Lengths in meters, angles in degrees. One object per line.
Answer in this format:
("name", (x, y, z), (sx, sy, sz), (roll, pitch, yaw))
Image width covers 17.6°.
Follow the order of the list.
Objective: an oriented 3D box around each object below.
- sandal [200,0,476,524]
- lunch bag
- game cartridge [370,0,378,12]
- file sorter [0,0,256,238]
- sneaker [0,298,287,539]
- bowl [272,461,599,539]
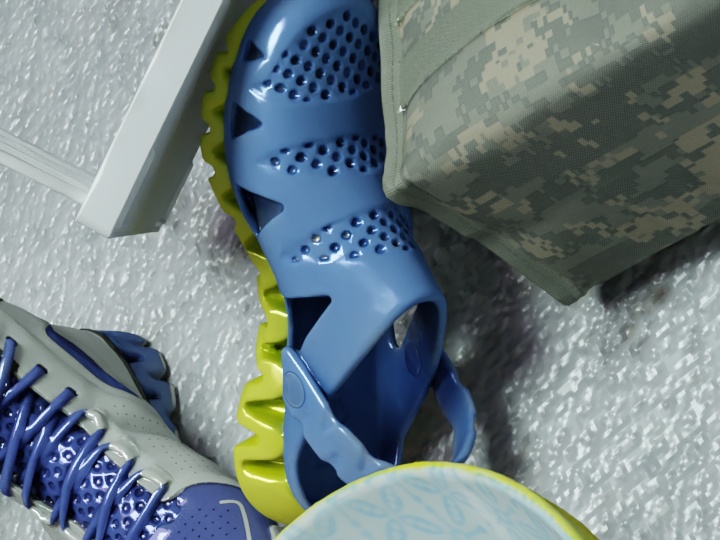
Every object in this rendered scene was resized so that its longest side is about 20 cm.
("sandal", (0.000, 0.000, 0.793), (0.087, 0.079, 0.201), (18, 121, 52))
("lunch bag", (0.093, -0.120, 0.772), (0.164, 0.117, 0.201), (-29, 46, 35))
("game cartridge", (0.005, -0.116, 0.924), (0.133, 0.041, 0.201), (-16, 60, 47))
("file sorter", (-0.104, -0.102, 0.839), (0.139, 0.124, 0.200), (-63, 1, 1))
("sneaker", (-0.113, 0.075, 0.892), (0.081, 0.115, 0.199), (-57, 41, 11))
("bowl", (0.039, 0.167, 0.688), (0.200, 0.107, 0.201), (-24, 55, 39))
